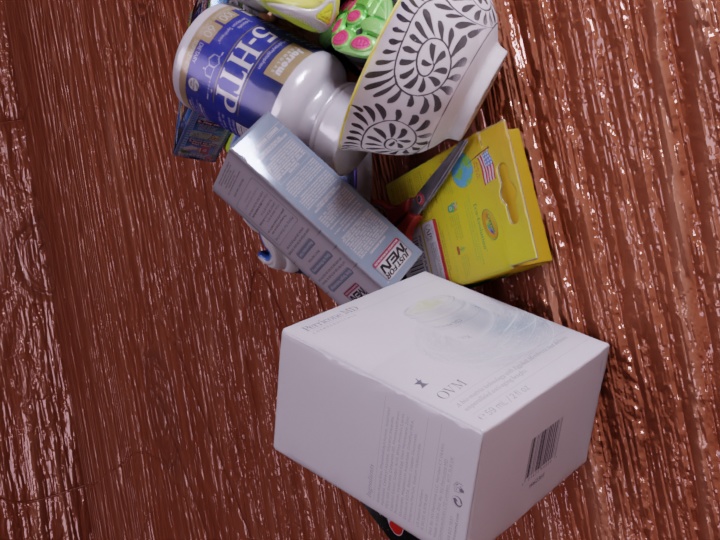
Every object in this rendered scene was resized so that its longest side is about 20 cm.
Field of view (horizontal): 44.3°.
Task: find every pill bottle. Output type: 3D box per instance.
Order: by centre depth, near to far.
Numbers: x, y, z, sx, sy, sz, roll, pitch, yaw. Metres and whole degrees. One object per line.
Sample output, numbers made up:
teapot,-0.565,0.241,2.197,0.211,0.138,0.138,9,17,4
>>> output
pill bottle,-0.082,-0.182,0.912,0.199,0.120,0.120,30,129,17

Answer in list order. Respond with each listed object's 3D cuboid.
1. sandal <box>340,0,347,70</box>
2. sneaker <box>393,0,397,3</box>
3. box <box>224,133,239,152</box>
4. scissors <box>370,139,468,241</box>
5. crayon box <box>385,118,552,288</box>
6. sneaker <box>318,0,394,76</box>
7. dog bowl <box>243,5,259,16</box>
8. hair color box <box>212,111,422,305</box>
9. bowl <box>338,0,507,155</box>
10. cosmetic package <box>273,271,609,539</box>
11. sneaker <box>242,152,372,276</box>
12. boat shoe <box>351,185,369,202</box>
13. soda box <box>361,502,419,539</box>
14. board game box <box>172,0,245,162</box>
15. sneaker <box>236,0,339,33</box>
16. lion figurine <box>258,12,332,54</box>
sandal,-0.032,-0.299,1.007,0.076,0.043,0.201,45,134,46
sneaker,0.021,-0.350,0.872,0.201,0.099,0.078,57,-175,0
box,-0.123,-0.191,1.089,0.122,0.047,0.200,-67,16,6
scissors,0.058,-0.057,0.851,0.200,0.014,0.074,-30,71,57
crayon box,0.105,-0.051,0.831,0.200,0.051,0.128,-22,79,60
sneaker,0.014,-0.231,0.885,0.077,0.084,0.200,-50,16,8
dog bowl,-0.161,-0.385,1.189,0.200,0.058,0.201,24,119,55
hair color box,-0.045,-0.050,0.865,0.200,0.061,0.099,43,154,-2
bowl,0.069,-0.176,0.782,0.094,0.201,0.201,28,134,3
cosmetic package,0.067,0.106,0.742,0.199,0.199,0.124,21,117,35
sneaker,-0.064,-0.090,1.003,0.081,0.146,0.201,-106,16,-66
boat shoe,0.002,-0.001,0.972,0.200,0.074,0.068,57,151,-11
soda box,0.046,0.250,1.001,0.200,0.063,0.071,43,133,48
board game box,-0.179,-0.256,1.106,0.200,0.061,0.201,169,108,-68
sneaker,-0.084,-0.315,0.897,0.200,0.076,0.105,32,99,31
lion figurine,-0.098,-0.316,0.982,0.201,0.072,0.122,67,169,-24
